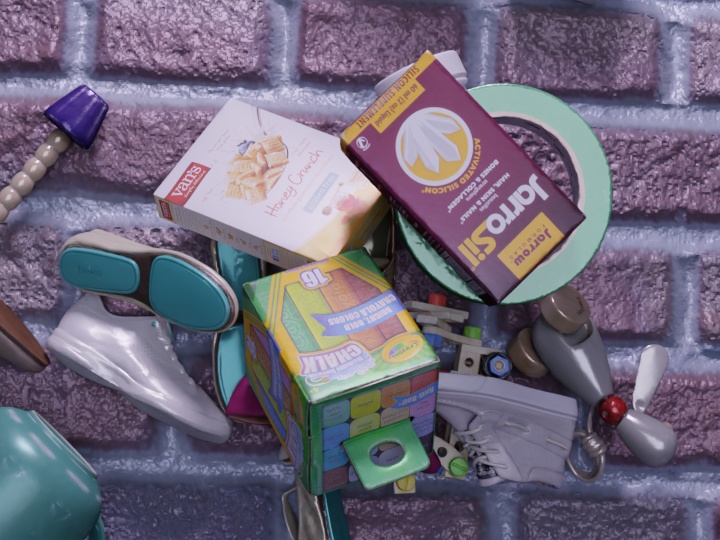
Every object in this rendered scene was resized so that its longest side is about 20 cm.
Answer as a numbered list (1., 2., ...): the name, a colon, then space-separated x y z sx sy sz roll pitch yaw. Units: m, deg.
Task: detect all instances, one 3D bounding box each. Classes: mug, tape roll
1. mug: -0.310 0.206 1.368 0.152 0.185 0.114 40 80 23
2. tape roll: 0.130 -0.069 1.348 0.199 0.048 0.202 0 87 1

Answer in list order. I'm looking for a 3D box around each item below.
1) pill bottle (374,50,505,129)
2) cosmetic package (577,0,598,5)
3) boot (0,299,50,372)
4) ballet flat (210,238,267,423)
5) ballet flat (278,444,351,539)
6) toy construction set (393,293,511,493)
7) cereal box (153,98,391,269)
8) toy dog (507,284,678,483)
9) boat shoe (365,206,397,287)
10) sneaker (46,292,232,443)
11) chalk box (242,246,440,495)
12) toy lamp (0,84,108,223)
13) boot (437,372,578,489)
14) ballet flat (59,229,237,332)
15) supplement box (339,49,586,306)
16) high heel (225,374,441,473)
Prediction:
1. pill bottle: 0.092 -0.104 1.433 0.119 0.120 0.201 -23 87 -7
2. cosmetic package: 0.226 -0.383 1.491 0.101 0.074 0.202 15 85 -4
3. boot: -0.416 0.065 1.404 0.146 0.070 0.200 -44 89 -1
4. ballet flat: -0.113 0.045 1.430 0.069 0.069 0.202 0 91 -5
5. ballet flat: -0.052 0.199 1.424 0.062 0.067 0.202 -11 79 26
6. toy construction set: 0.078 0.123 1.434 0.130 0.092 0.202 9 96 -4
7. cereal box: -0.076 -0.077 1.392 0.199 0.040 0.144 22 57 20
8. toy dog: 0.238 0.099 1.446 0.096 0.131 0.201 -31 94 -45
9. boat shoe: 0.000 0.000 1.438 0.075 0.074 0.202 3 85 -5
10. sneaker: -0.199 0.089 1.419 0.199 0.075 0.089 32 72 -1
11. chalk box: -0.010 0.100 1.265 0.124 0.124 0.200 -17 46 -19
12. toy lamp: -0.321 -0.095 1.425 0.058 0.058 0.200 39 82 -1
13. boot: 0.119 0.152 1.362 0.199 0.073 0.096 14 79 -29
14. ballet flat: -0.192 0.005 1.394 0.199 0.069 0.070 19 84 20
15. supplement box: 0.087 -0.078 1.281 0.110 0.086 0.200 -44 88 -2
16. high heel: -0.026 0.152 1.361 0.199 0.068 0.096 31 61 18
